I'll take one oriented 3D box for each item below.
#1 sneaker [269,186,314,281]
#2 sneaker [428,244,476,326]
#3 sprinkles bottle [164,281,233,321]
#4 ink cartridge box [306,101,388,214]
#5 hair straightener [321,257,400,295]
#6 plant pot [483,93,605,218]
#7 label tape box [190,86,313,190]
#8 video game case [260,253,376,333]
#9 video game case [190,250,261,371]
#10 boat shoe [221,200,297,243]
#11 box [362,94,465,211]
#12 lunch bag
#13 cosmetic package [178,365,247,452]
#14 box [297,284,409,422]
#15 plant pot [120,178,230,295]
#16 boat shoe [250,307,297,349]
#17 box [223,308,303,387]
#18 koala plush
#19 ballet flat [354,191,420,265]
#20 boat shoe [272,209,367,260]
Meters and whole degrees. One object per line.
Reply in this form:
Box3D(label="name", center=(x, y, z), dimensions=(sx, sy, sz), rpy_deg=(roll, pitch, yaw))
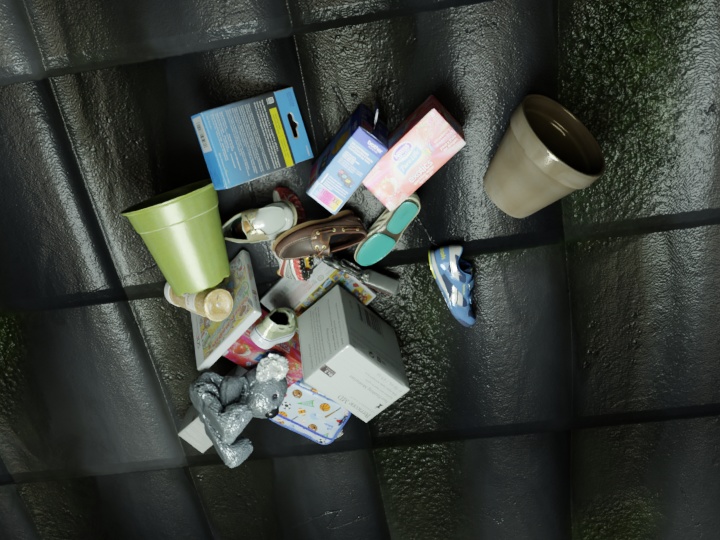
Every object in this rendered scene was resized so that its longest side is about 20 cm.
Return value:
Box3D(label="sneaker", center=(-0.159, -0.073, 1.460), dimensions=(0.081, 0.078, 0.204), rpy_deg=(0, 108, 25))
Box3D(label="sneaker", center=(0.214, 0.033, 1.500), dimensions=(0.081, 0.074, 0.202), rpy_deg=(-23, 115, 12))
Box3D(label="sprinkles bottle", center=(-0.344, 0.056, 1.481), dimensions=(0.198, 0.068, 0.069), rpy_deg=(12, 132, 50))
Box3D(label="ink cartridge box", center=(-0.014, -0.226, 1.339), dimensions=(0.076, 0.137, 0.200), rpy_deg=(35, 114, -18))
Box3D(label="hair straightener", center=(0.000, 0.000, 1.483), dimensions=(0.198, 0.077, 0.041), rpy_deg=(28, 82, -16))
Box3D(label="plant pot", center=(0.327, -0.198, 1.320), dimensions=(0.198, 0.202, 0.174), rpy_deg=(31, 131, -13))
Box3D(label="label tape box", center=(-0.205, -0.254, 1.346), dimensions=(0.198, 0.063, 0.147), rpy_deg=(-24, 104, -30))
Box3D(label="video game case", center=(-0.095, 0.059, 1.560), dimensions=(0.182, 0.023, 0.200), rpy_deg=(41, 112, -16))
Box3D(label="video game case", center=(-0.291, 0.084, 1.490), dimensions=(0.023, 0.184, 0.200), rpy_deg=(27, 119, -39))
Box3D(label="boat shoe", center=(-0.207, -0.089, 1.409), dimensions=(0.198, 0.068, 0.076), rpy_deg=(-16, 89, 44))
Box3D(label="box", center=(0.099, -0.226, 1.353), dimensions=(0.094, 0.103, 0.200), rpy_deg=(41, 114, -18))
Box3D(label="lunch bag", center=(-0.120, 0.329, 1.675), dimensions=(0.198, 0.076, 0.161), rpy_deg=(29, 118, -11))
Box3D(label="cosmetic package", center=(-0.332, 0.328, 1.668), dimensions=(0.090, 0.107, 0.200), rpy_deg=(40, 111, -16))
Box3D(label="box", center=(-0.018, 0.176, 1.493), dimensions=(0.130, 0.201, 0.198), rpy_deg=(-39, 124, 19))
Box3D(label="plant pot", center=(-0.344, -0.060, 1.392), dimensions=(0.197, 0.200, 0.193), rpy_deg=(-16, 106, 11))
Box3D(label="boat shoe", center=(-0.167, 0.111, 1.469), dimensions=(0.072, 0.200, 0.062), rpy_deg=(44, 105, 0))
Box3D(label="box", center=(-0.212, 0.167, 1.552), dimensions=(0.095, 0.100, 0.199), rpy_deg=(-38, 125, 20))
Box3D(label="koala plush", center=(-0.237, 0.264, 1.469), dimensions=(0.198, 0.184, 0.179), rpy_deg=(-27, 147, -28))
Box3D(label="ballet flat", center=(0.058, -0.090, 1.452), dimensions=(0.067, 0.063, 0.200), rpy_deg=(30, 123, -23))
Box3D(label="boat shoe", center=(-0.077, -0.062, 1.402), dimensions=(0.198, 0.071, 0.071), rpy_deg=(-23, 153, -24))
